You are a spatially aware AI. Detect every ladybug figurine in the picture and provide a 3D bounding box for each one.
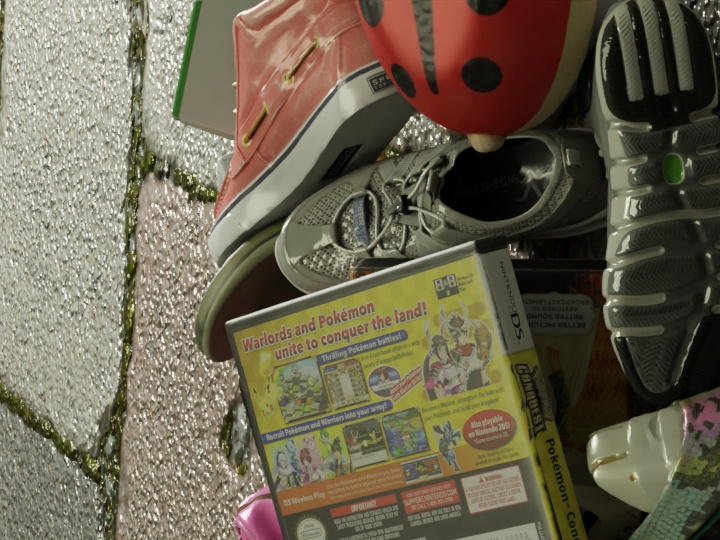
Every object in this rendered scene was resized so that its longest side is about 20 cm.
[{"bbox_3d":[0.047,-0.156,1.452,0.135,0.072,0.201,-5,99,35],"label":"ladybug figurine"}]

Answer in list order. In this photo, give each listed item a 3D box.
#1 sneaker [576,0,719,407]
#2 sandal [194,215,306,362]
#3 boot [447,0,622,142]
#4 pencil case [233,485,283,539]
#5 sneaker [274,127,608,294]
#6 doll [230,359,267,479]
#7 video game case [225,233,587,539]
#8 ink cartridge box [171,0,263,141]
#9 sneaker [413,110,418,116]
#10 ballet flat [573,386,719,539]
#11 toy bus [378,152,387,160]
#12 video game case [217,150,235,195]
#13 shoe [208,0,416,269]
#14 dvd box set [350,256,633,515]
[{"bbox_3d":[0.147,-0.040,1.469,0.116,0.074,0.202,-117,23,-78],"label":"sneaker"},{"bbox_3d":[0.001,-0.001,1.631,0.080,0.200,0.058,64,-178,-60],"label":"sandal"},{"bbox_3d":[0.067,-0.113,1.587,0.200,0.095,0.074,135,129,-58],"label":"boot"},{"bbox_3d":[0.014,0.097,1.613,0.094,0.200,0.091,42,175,14],"label":"pencil case"},{"bbox_3d":[0.039,-0.040,1.547,0.199,0.082,0.075,-19,73,22],"label":"sneaker"},{"bbox_3d":[-0.038,0.107,1.710,0.137,0.048,0.201,67,-176,-76],"label":"doll"},{"bbox_3d":[0.023,0.092,1.489,0.199,0.025,0.182,-18,87,48],"label":"video game case"},{"bbox_3d":[-0.036,-0.178,1.716,0.200,0.083,0.147,-67,-9,-61],"label":"ink cartridge box"},{"bbox_3d":[0.040,-0.157,1.658,0.073,0.072,0.200,-63,1,-30],"label":"sneaker"},{"bbox_3d":[0.129,0.116,1.448,0.200,0.071,0.069,-55,15,36],"label":"ballet flat"},{"bbox_3d":[0.000,-0.012,1.746,0.200,0.078,0.065,-121,13,-48],"label":"toy bus"},{"bbox_3d":[-0.038,0.048,1.792,0.182,0.022,0.201,94,152,-69],"label":"video game case"},{"bbox_3d":[-0.039,-0.084,1.615,0.200,0.071,0.091,-48,63,49],"label":"shoe"},{"bbox_3d":[0.069,0.094,1.531,0.029,0.145,0.202,-44,-46,-73],"label":"dvd box set"}]
